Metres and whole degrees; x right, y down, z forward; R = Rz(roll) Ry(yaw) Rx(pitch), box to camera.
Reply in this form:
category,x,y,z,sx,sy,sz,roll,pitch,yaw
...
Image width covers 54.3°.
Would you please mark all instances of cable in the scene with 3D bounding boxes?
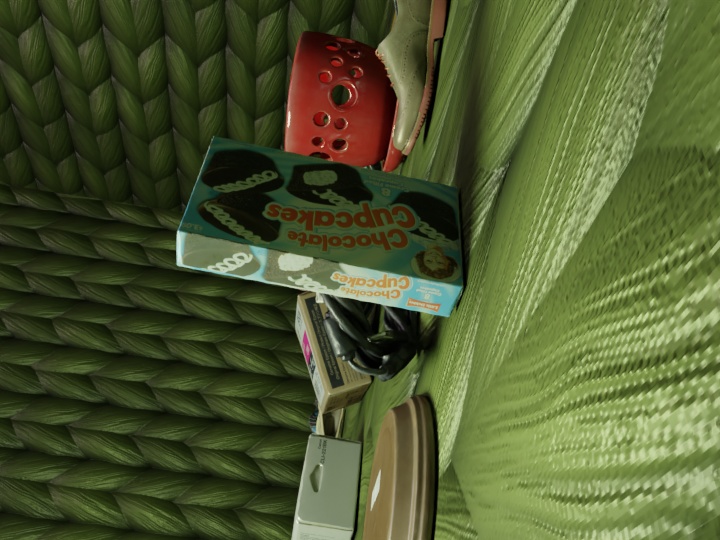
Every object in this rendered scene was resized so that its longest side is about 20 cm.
category,x,y,z,sx,sy,sz,roll,pitch,yaw
cable,-0.004,0.018,0.624,0.163,0.051,0.200,57,-165,5

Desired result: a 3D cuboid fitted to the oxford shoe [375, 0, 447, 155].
category,x,y,z,sx,sy,sz,roll,pitch,yaw
oxford shoe,0.052,-0.241,0.840,0.070,0.075,0.201,-128,46,-85

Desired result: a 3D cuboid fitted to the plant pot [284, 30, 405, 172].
category,x,y,z,sx,sy,sz,roll,pitch,yaw
plant pot,-0.013,-0.245,1.063,0.200,0.182,0.201,-171,90,-86

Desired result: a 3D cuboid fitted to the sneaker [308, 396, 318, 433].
category,x,y,z,sx,sy,sz,roll,pitch,yaw
sneaker,-0.093,0.408,1.910,0.200,0.073,0.082,-72,-24,-74

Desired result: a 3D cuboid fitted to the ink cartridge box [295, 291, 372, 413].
category,x,y,z,sx,sy,sz,roll,pitch,yaw
ink cartridge box,-0.049,0.132,1.139,0.200,0.075,0.165,105,146,-69

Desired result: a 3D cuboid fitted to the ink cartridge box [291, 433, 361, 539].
category,x,y,z,sx,sy,sz,roll,pitch,yaw
ink cartridge box,-0.056,0.364,1.061,0.145,0.083,0.200,-83,3,-46

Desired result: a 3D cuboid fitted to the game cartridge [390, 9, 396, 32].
category,x,y,z,sx,sy,sz,roll,pitch,yaw
game cartridge,0.085,-0.505,1.378,0.200,0.032,0.177,101,176,-48

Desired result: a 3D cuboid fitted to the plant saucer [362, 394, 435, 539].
category,x,y,z,sx,sy,sz,roll,pitch,yaw
plant saucer,0.026,0.199,0.561,0.200,0.029,0.201,-172,90,-88

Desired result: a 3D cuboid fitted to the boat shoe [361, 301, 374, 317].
category,x,y,z,sx,sy,sz,roll,pitch,yaw
boat shoe,0.000,0.000,1.142,0.091,0.071,0.201,-80,1,-79

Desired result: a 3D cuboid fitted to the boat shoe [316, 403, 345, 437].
category,x,y,z,sx,sy,sz,roll,pitch,yaw
boat shoe,-0.062,0.287,1.566,0.065,0.072,0.201,172,105,-78

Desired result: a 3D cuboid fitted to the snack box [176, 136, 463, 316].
category,x,y,z,sx,sy,sz,roll,pitch,yaw
snack box,-0.025,-0.035,0.526,0.116,0.199,0.037,-85,8,-46

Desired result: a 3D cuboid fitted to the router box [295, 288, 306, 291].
category,x,y,z,sx,sy,sz,roll,pitch,yaw
router box,-0.053,-0.009,1.428,0.200,0.149,0.062,105,173,-68

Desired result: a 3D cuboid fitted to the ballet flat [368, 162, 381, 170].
category,x,y,z,sx,sy,sz,roll,pitch,yaw
ballet flat,0.014,-0.144,1.453,0.073,0.073,0.201,-86,0,-59
